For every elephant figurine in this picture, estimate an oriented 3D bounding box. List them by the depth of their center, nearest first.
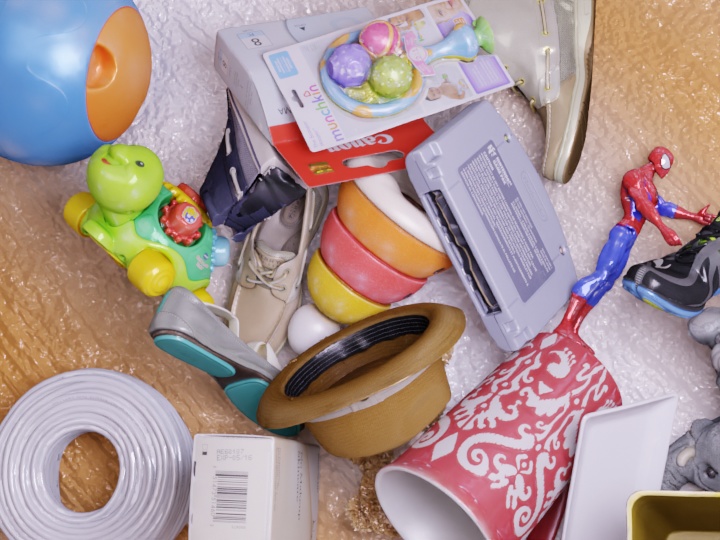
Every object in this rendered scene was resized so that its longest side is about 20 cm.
[{"bbox_3d":[0.342,0.138,1.299,0.141,0.155,0.200,1,98,-29],"label":"elephant figurine"}]

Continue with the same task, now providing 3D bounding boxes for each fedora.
[{"bbox_3d":[0.010,0.103,1.285,0.200,0.201,0.082,-26,106,5],"label":"fedora"}]

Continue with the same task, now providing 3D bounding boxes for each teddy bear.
[{"bbox_3d":[0.038,0.146,1.372,0.145,0.067,0.200,-16,75,-7],"label":"teddy bear"}]

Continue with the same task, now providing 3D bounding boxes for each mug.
[{"bbox_3d":[0.125,0.168,1.303,0.133,0.178,0.200,33,59,24],"label":"mug"}]

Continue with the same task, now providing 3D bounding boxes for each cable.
[{"bbox_3d":[-0.254,0.193,1.405,0.200,0.069,0.200,-42,77,1],"label":"cable"}]

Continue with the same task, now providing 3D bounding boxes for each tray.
[{"bbox_3d":[0.212,0.198,1.282,0.022,0.107,0.200,35,127,49],"label":"tray"}]

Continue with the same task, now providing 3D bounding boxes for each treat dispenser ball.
[{"bbox_3d":[-0.297,-0.199,1.405,0.200,0.201,0.201,-1,81,9],"label":"treat dispenser ball"}]

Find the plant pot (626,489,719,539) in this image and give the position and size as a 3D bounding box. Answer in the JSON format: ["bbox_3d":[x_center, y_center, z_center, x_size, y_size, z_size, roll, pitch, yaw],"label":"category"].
[{"bbox_3d":[0.322,0.284,1.240,0.200,0.176,0.200,0,82,9],"label":"plant pot"}]

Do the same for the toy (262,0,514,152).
[{"bbox_3d":[0.027,-0.189,1.324,0.200,0.047,0.115,-18,62,-18],"label":"toy"}]

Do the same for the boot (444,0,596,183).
[{"bbox_3d":[0.138,-0.181,1.396,0.154,0.072,0.200,4,77,10],"label":"boot"}]

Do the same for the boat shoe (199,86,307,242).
[{"bbox_3d":[-0.115,-0.112,1.395,0.093,0.075,0.200,-39,35,15],"label":"boat shoe"}]

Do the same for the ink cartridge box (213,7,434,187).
[{"bbox_3d":[-0.021,-0.162,1.354,0.160,0.047,0.200,-13,45,-27],"label":"ink cartridge box"}]

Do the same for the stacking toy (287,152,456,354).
[{"bbox_3d":[0.000,0.000,1.383,0.146,0.146,0.200,42,109,13],"label":"stacking toy"}]

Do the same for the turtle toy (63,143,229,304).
[{"bbox_3d":[-0.194,-0.043,1.371,0.146,0.200,0.101,38,85,33],"label":"turtle toy"}]

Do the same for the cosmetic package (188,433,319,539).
[{"bbox_3d":[-0.090,0.198,1.311,0.073,0.200,0.104,1,83,10],"label":"cosmetic package"}]

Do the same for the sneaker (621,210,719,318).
[{"bbox_3d":[0.301,-0.014,1.292,0.071,0.199,0.083,36,130,41],"label":"sneaker"}]

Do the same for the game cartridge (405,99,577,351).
[{"bbox_3d":[0.123,-0.044,1.331,0.041,0.133,0.200,-14,108,46],"label":"game cartridge"}]

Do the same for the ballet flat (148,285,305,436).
[{"bbox_3d":[-0.110,0.080,1.357,0.067,0.200,0.064,-12,50,38],"label":"ballet flat"}]

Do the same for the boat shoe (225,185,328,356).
[{"bbox_3d":[-0.084,-0.006,1.409,0.072,0.065,0.200,18,85,12],"label":"boat shoe"}]

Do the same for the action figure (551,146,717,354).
[{"bbox_3d":[0.259,-0.013,1.352,0.099,0.065,0.200,21,86,21],"label":"action figure"}]
